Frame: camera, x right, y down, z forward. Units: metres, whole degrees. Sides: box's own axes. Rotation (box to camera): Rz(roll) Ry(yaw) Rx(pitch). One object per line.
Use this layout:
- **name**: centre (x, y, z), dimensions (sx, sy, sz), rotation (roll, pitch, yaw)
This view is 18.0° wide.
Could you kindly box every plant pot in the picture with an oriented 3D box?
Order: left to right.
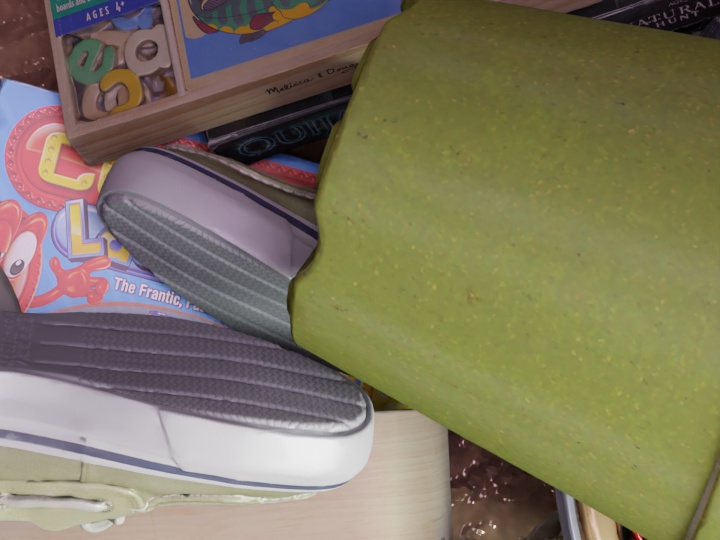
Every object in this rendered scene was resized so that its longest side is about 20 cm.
- **plant pot**: centre (0.084, -0.004, 0.728), dimensions (0.189, 0.200, 0.201), rotation (20, 85, 8)

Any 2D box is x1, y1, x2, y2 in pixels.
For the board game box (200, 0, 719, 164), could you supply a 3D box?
- **board game box**: centre (0.027, -0.128, 0.845), dimensions (0.199, 0.028, 0.136), rotation (-17, 65, 9)

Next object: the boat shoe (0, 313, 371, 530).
- **boat shoe**: centre (-0.097, 0.054, 0.761), dimensions (0.199, 0.072, 0.062), rotation (8, 114, -1)

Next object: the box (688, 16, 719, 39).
- **box**: centre (0.172, -0.130, 0.873), dimensions (0.201, 0.160, 0.044), rotation (-56, 138, -7)

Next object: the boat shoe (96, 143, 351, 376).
- **boat shoe**: centre (0.000, 0.000, 0.832), dimensions (0.199, 0.072, 0.062), rotation (28, 66, -15)

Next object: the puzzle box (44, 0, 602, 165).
- **puzzle box**: centre (-0.022, -0.129, 0.830), dimensions (0.199, 0.025, 0.134), rotation (-17, 65, 10)

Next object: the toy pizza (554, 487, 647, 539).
- **toy pizza**: centre (0.137, 0.076, 0.858), dimensions (0.200, 0.032, 0.202), rotation (19, 65, -49)

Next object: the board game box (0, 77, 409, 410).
- **board game box**: centre (-0.068, 0.048, 0.875), dimensions (0.199, 0.056, 0.197), rotation (14, 87, -9)

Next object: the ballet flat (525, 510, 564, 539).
- **ballet flat**: centre (0.076, 0.129, 0.850), dimensions (0.064, 0.200, 0.076), rotation (4, 113, 31)

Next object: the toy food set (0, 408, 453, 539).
- **toy food set**: centre (-0.063, 0.124, 0.822), dimensions (0.198, 0.060, 0.145), rotation (-2, 89, -1)

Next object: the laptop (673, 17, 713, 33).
- **laptop**: centre (0.095, -0.216, 0.879), dimensions (0.200, 0.103, 0.178), rotation (40, 87, -6)

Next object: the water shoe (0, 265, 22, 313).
- **water shoe**: centre (-0.190, -0.028, 0.827), dimensions (0.200, 0.079, 0.072), rotation (40, 106, 6)
